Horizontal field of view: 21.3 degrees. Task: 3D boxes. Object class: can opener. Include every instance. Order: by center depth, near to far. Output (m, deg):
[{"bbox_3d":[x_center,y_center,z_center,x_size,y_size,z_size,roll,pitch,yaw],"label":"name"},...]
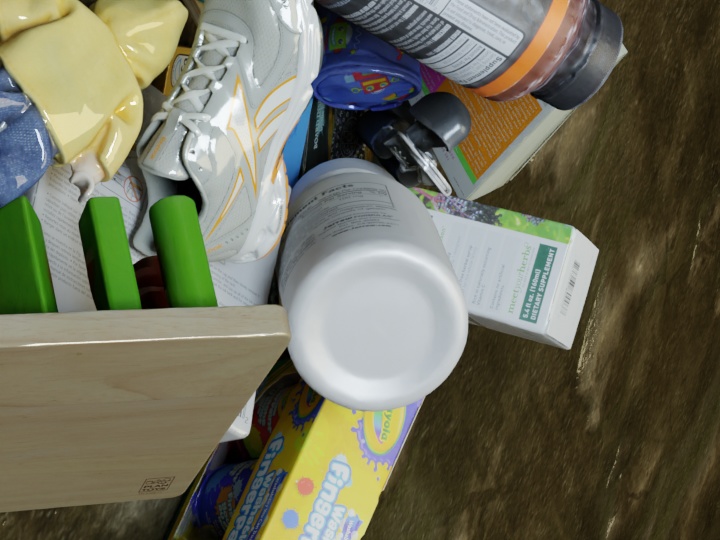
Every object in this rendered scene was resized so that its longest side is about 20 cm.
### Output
[{"bbox_3d":[0.042,-0.094,1.343,0.067,0.053,0.200,-41,-168,2],"label":"can opener"}]

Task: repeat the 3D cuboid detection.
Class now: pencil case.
[{"bbox_3d":[0.013,-0.208,1.339,0.087,0.078,0.201,30,60,-50],"label":"pencil case"}]

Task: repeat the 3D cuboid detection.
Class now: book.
[{"bbox_3d":[0.093,-0.151,1.333,0.048,0.134,0.200,-25,168,-29],"label":"book"}]

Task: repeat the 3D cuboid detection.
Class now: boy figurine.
[{"bbox_3d":[-0.171,-0.102,1.044,0.125,0.064,0.200,52,48,-11],"label":"boy figurine"}]

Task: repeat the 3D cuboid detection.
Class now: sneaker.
[{"bbox_3d":[-0.082,-0.090,1.089,0.092,0.076,0.201,-15,121,-44],"label":"sneaker"}]

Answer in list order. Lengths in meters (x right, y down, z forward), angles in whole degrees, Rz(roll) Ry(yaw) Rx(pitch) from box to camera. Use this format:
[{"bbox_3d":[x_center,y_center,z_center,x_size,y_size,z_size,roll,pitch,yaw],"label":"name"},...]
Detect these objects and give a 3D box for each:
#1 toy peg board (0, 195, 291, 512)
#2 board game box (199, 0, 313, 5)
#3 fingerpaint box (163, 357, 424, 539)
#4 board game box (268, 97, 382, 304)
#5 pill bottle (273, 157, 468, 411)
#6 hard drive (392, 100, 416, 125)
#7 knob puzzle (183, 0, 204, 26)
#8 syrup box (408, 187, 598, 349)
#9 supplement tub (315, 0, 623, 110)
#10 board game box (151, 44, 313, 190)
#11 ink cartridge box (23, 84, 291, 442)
[{"bbox_3d":[-0.167,0.043,1.007,0.199,0.199,0.098,126,-44,-52],"label":"toy peg board"},{"bbox_3d":[-0.088,-0.242,1.125,0.200,0.047,0.152,21,75,-58],"label":"board game box"},{"bbox_3d":[-0.059,0.159,1.328,0.073,0.167,0.201,34,66,-21],"label":"fingerpaint box"},{"bbox_3d":[-0.023,-0.074,1.444,0.135,0.028,0.201,-28,128,-58],"label":"board game box"},{"bbox_3d":[0.000,0.000,1.249,0.200,0.114,0.115,-106,-161,-67],"label":"pill bottle"},{"bbox_3d":[0.057,-0.217,1.496,0.140,0.033,0.201,-42,140,-73],"label":"hard drive"},{"bbox_3d":[-0.084,-0.255,1.206,0.219,0.030,0.221,-8,100,-58],"label":"knob puzzle"},{"bbox_3d":[0.063,-0.010,1.387,0.081,0.199,0.079,29,78,-68],"label":"syrup box"},{"bbox_3d":[0.063,-0.172,1.164,0.199,0.107,0.108,26,76,-26],"label":"supplement tub"},{"bbox_3d":[-0.102,-0.070,1.263,0.200,0.040,0.154,-5,107,-64],"label":"board game box"},{"bbox_3d":[-0.131,-0.014,1.147,0.200,0.045,0.177,35,53,-42],"label":"ink cartridge box"}]
